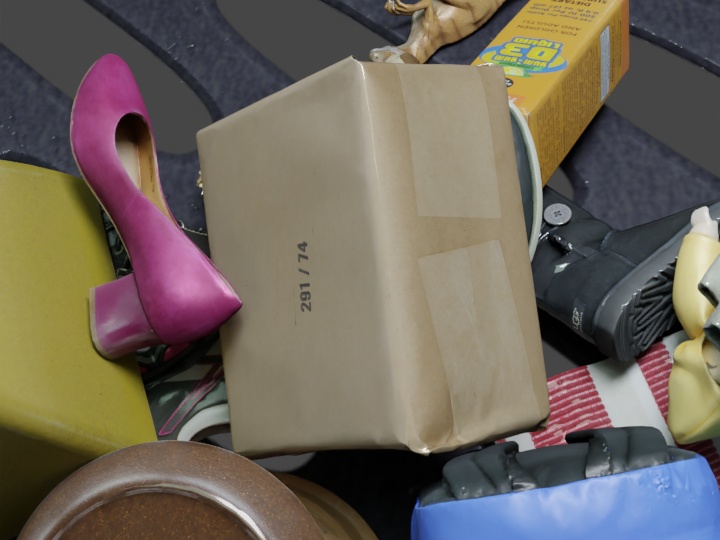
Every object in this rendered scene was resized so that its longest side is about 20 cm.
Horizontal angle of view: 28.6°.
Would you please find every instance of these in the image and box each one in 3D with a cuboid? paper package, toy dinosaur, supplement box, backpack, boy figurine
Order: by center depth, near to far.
[{"bbox_3d":[0.112,0.160,0.695,0.160,0.200,0.170,-15,77,2],"label":"backpack"},{"bbox_3d":[0.000,0.000,0.787,0.102,0.190,0.203,-4,84,-36],"label":"paper package"},{"bbox_3d":[0.233,0.018,0.825,0.124,0.064,0.200,45,60,2],"label":"boy figurine"},{"bbox_3d":[0.121,-0.126,0.949,0.066,0.070,0.200,12,39,24],"label":"supplement box"},{"bbox_3d":[0.085,-0.211,1.073,0.199,0.060,0.107,-32,80,-6],"label":"toy dinosaur"}]

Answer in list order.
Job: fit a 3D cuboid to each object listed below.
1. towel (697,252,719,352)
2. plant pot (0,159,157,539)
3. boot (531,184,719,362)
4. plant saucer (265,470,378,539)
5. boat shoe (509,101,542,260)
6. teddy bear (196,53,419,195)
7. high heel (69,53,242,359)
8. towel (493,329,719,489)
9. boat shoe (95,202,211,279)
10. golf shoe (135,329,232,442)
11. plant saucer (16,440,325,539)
[{"bbox_3d":[0.282,0.032,0.797,0.200,0.193,0.034,-50,18,-29],"label":"towel"},{"bbox_3d":[-0.263,0.045,0.812,0.198,0.176,0.202,-26,66,16],"label":"plant pot"},{"bbox_3d":[0.139,-0.033,0.927,0.164,0.066,0.199,-27,39,-33],"label":"boot"},{"bbox_3d":[-0.074,0.205,0.812,0.197,0.032,0.202,-5,55,7],"label":"plant saucer"},{"bbox_3d":[0.058,-0.005,0.847,0.074,0.066,0.202,17,101,26],"label":"boat shoe"},{"bbox_3d":[-0.022,-0.096,0.969,0.198,0.068,0.145,-17,9,16],"label":"teddy bear"},{"bbox_3d":[-0.118,-0.050,0.836,0.095,0.067,0.202,-18,59,22],"label":"high heel"},{"bbox_3d":[0.187,0.109,0.840,0.198,0.023,0.145,-19,56,-2],"label":"towel"},{"bbox_3d":[-0.155,-0.013,0.914,0.198,0.065,0.073,3,33,42],"label":"boat shoe"},{"bbox_3d":[-0.066,0.055,0.902,0.199,0.077,0.089,-33,73,-8],"label":"golf shoe"},{"bbox_3d":[-0.107,0.192,0.752,0.197,0.034,0.203,-1,82,9],"label":"plant saucer"}]
